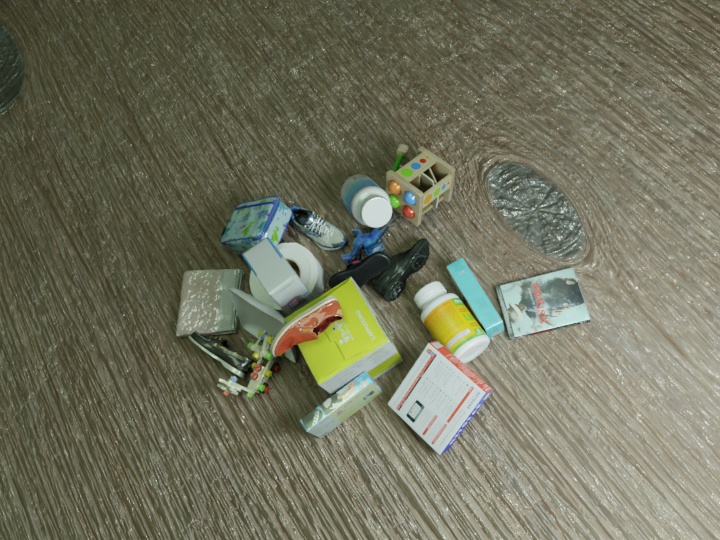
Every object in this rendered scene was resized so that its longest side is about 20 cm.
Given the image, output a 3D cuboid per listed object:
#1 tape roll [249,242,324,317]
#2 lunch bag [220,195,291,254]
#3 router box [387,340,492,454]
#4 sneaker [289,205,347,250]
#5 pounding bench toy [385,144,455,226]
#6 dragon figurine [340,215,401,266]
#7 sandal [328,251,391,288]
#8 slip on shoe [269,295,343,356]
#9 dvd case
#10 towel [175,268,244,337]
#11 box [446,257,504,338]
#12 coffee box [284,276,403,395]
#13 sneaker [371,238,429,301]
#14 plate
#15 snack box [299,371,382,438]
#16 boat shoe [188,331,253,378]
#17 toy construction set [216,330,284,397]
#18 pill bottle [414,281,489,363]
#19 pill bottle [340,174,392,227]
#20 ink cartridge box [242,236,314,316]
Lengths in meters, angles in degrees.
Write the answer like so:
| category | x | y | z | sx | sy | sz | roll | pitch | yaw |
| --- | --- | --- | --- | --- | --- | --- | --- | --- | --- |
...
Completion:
| category | x | y | z | sx | sy | sz | roll | pitch | yaw |
| --- | --- | --- | --- | --- | --- | --- | --- | --- | --- |
| tape roll | -0.203 | 0.026 | 1.816 | 0.202 | 0.071 | 0.203 | -6 | 66 | 14 |
| lunch bag | -0.298 | -0.130 | 1.861 | 0.200 | 0.082 | 0.161 | -3 | 55 | 42 |
| router box | 0.185 | 0.302 | 1.555 | 0.179 | 0.049 | 0.200 | 42 | 112 | 26 |
| sneaker | -0.130 | -0.123 | 1.849 | 0.200 | 0.085 | 0.077 | 28 | 78 | 23 |
| pounding bench toy | 0.128 | -0.245 | 1.782 | 0.156 | 0.124 | 0.200 | -37 | 61 | -24 |
| dragon figurine | 0.034 | -0.077 | 1.796 | 0.200 | 0.059 | 0.100 | -20 | 65 | -3 |
| sandal | 0.000 | 0.000 | 1.753 | 0.200 | 0.075 | 0.045 | -30 | 34 | 29 |
| slip on shoe | -0.126 | 0.140 | 1.528 | 0.200 | 0.074 | 0.061 | -35 | 66 | -3 |
| dvd case | 0.455 | 0.083 | 1.637 | 0.200 | 0.022 | 0.146 | -15 | 65 | 10 |
| towel | -0.433 | 0.090 | 1.874 | 0.191 | 0.032 | 0.200 | -5 | 66 | 14 |
| box | 0.290 | 0.070 | 1.653 | 0.049 | 0.082 | 0.200 | -29 | 64 | 1 |
| coffee box | -0.037 | 0.174 | 1.635 | 0.200 | 0.198 | 0.200 | -32 | 64 | 1 |
| sneaker | 0.105 | -0.015 | 1.749 | 0.091 | 0.076 | 0.200 | 35 | 77 | 33 |
| plate | -0.250 | 0.138 | 1.717 | 0.200 | 0.200 | 0.032 | 29 | 61 | 24 |
| snack box | -0.045 | 0.334 | 1.616 | 0.200 | 0.116 | 0.037 | -37 | 63 | -2 |
| boat shoe | -0.381 | 0.218 | 1.785 | 0.201 | 0.072 | 0.061 | 31 | 79 | 16 |
| toy construction set | -0.274 | 0.256 | 1.701 | 0.092 | 0.131 | 0.200 | 39 | 86 | 25 |
| pill bottle | 0.222 | 0.128 | 1.631 | 0.111 | 0.111 | 0.200 | -34 | 63 | 0 |
| pill bottle | 0.018 | -0.186 | 1.771 | 0.109 | 0.109 | 0.200 | -33 | 26 | 0 |
| ink cartridge box | -0.202 | 0.026 | 1.666 | 0.085 | 0.200 | 0.145 | -36 | 64 | -5 |
